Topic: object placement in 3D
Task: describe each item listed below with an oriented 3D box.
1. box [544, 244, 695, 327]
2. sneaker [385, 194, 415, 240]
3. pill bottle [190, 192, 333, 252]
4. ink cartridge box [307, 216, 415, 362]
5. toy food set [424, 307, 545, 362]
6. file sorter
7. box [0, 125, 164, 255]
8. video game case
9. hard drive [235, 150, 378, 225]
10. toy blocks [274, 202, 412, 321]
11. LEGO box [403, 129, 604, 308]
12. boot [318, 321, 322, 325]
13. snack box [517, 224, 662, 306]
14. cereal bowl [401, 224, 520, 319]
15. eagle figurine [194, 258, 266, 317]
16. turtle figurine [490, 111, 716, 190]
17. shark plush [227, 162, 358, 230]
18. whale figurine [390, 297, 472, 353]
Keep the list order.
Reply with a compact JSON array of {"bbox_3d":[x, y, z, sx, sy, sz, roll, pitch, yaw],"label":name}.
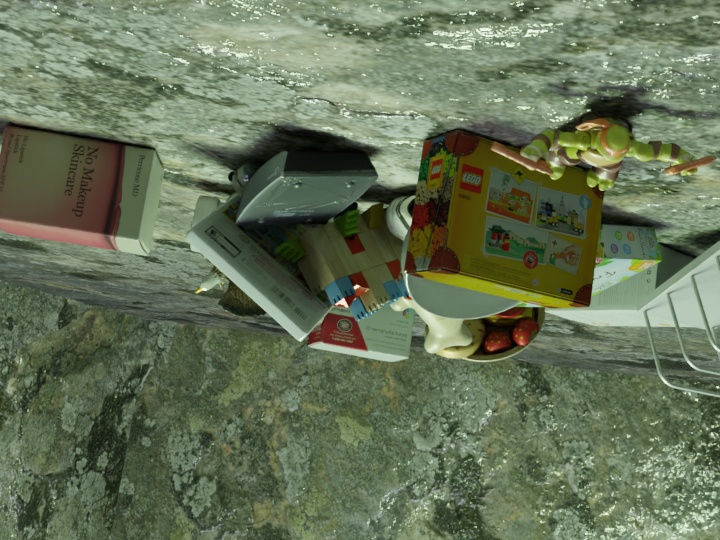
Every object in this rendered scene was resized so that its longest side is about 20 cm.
[{"bbox_3d":[0.391,0.026,1.581,0.124,0.098,0.200,15,169,-37],"label":"box"},{"bbox_3d":[0.134,-0.052,1.414,0.199,0.076,0.088,11,171,-14],"label":"sneaker"},{"bbox_3d":[-0.143,-0.054,1.564,0.199,0.113,0.112,9,171,-1],"label":"pill bottle"},{"bbox_3d":[0.009,0.029,1.659,0.145,0.201,0.083,11,168,-15],"label":"ink cartridge box"},{"bbox_3d":[0.206,0.066,1.779,0.199,0.199,0.049,-2,139,14],"label":"toy food set"},{"bbox_3d":[0.482,0.059,1.371,0.138,0.125,0.200,13,142,-26],"label":"file sorter"},{"bbox_3d":[-0.374,-0.104,1.423,0.199,0.128,0.109,9,170,-3],"label":"box"},{"bbox_3d":[-0.113,-0.016,1.424,0.200,0.023,0.182,42,-147,1],"label":"video game case"},{"bbox_3d":[-0.071,-0.098,1.301,0.134,0.043,0.200,-2,167,-22],"label":"hard drive"},{"bbox_3d":[0.000,0.000,1.428,0.200,0.137,0.100,-18,167,-45],"label":"toy blocks"},{"bbox_3d":[0.160,-0.050,1.163,0.199,0.150,0.077,14,170,-25],"label":"LEGO box"},{"bbox_3d":[-0.097,-0.008,1.639,0.075,0.201,0.074,13,133,-21],"label":"boot"},{"bbox_3d":[0.280,-0.003,1.432,0.142,0.053,0.200,0,161,-27],"label":"snack box"},{"bbox_3d":[0.143,-0.035,1.330,0.199,0.084,0.201,-7,137,-6],"label":"cereal bowl"},{"bbox_3d":[-0.218,-0.004,1.823,0.151,0.151,0.200,24,173,-22],"label":"eagle figurine"},{"bbox_3d":[0.211,-0.114,0.989,0.199,0.065,0.161,1,179,-2],"label":"turtle figurine"},{"bbox_3d":[-0.086,-0.092,1.431,0.199,0.091,0.083,21,135,-28],"label":"shark plush"},{"bbox_3d":[0.117,0.025,1.612,0.158,0.201,0.104,-15,-149,-3],"label":"whale figurine"}]
